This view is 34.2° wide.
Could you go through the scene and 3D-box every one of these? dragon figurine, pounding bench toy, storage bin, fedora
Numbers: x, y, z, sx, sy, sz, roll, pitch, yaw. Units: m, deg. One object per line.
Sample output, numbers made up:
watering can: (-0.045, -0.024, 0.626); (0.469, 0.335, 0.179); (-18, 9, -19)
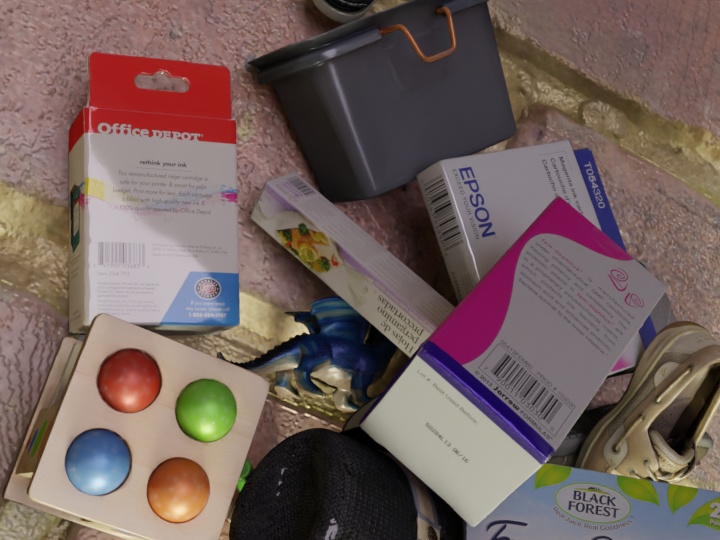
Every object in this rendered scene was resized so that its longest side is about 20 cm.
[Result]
dragon figurine: (-0.026, 0.054, 0.920); (0.200, 0.059, 0.100); (14, 73, -26)
pounding bench toy: (-0.122, 0.129, 0.811); (0.200, 0.156, 0.125); (24, 72, -19)
storage bin: (0.035, -0.145, 0.950); (0.200, 0.145, 0.135); (-26, 102, -26)
fedora: (-0.028, 0.177, 0.756); (0.092, 0.200, 0.201); (44, 64, -39)

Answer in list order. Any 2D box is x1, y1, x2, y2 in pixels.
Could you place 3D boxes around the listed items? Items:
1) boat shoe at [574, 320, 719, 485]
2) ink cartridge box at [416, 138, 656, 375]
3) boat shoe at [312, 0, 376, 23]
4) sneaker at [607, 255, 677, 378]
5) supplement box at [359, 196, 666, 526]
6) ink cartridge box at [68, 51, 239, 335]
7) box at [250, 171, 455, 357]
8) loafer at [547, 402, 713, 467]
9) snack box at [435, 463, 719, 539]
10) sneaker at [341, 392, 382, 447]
boat shoe: (0.231, 0.139, 0.927); (0.072, 0.065, 0.200); (19, 108, -22)
ink cartridge box: (0.159, -0.006, 0.945); (0.200, 0.043, 0.197); (-13, 80, -33)
boat shoe: (0.023, -0.296, 0.990); (0.074, 0.066, 0.200); (37, 57, -4)
sneaker: (0.196, 0.039, 1.023); (0.200, 0.075, 0.116); (-6, 78, -35)
supplement box: (0.105, 0.055, 0.777); (0.101, 0.103, 0.200); (41, 48, 7)
ink cartridge box: (-0.156, -0.054, 0.878); (0.116, 0.067, 0.201); (2, 79, -24)
box: (0.000, 0.000, 0.900); (0.200, 0.039, 0.041); (40, 36, 17)
loafer: (0.211, 0.160, 1.009); (0.199, 0.075, 0.070); (0, 106, -18)
snack box: (0.142, 0.218, 0.769); (0.199, 0.068, 0.169); (10, 58, 7)
sneaker: (0.070, 0.117, 0.912); (0.086, 0.078, 0.200); (28, 46, 27)
